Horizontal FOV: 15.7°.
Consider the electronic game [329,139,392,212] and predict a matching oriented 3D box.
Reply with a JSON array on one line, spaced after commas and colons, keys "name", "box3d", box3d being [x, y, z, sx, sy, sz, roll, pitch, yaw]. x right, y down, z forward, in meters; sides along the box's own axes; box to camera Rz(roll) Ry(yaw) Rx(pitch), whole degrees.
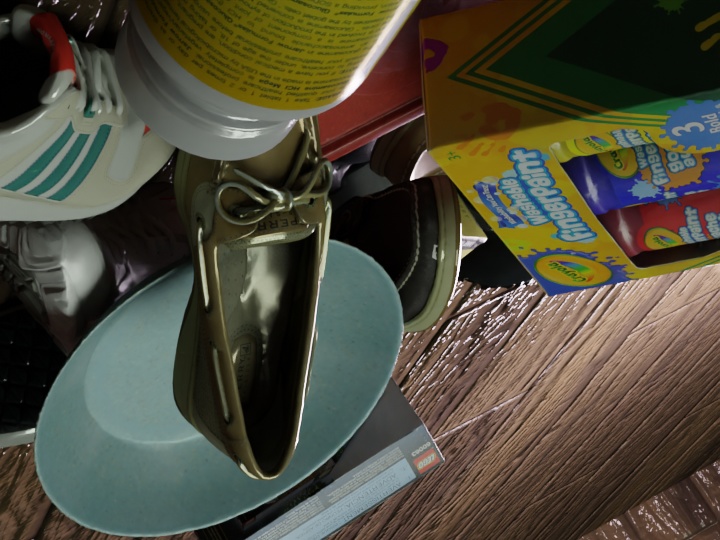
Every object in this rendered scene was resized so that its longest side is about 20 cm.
[{"name": "electronic game", "box3d": [0.010, -0.091, 1.380, 0.200, 0.042, 0.200, -38, 163, -14]}]

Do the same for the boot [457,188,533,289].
[{"name": "boot", "box3d": [0.103, -0.040, 1.696, 0.198, 0.074, 0.162, -23, 165, -36]}]

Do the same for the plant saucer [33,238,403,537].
[{"name": "plant saucer", "box3d": [-0.075, 0.049, 1.297, 0.200, 0.039, 0.202, -21, 140, -18]}]

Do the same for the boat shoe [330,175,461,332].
[{"name": "boat shoe", "box3d": [0.000, 0.000, 1.352, 0.064, 0.074, 0.200, 2, 163, -16]}]

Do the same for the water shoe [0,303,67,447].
[{"name": "water shoe", "box3d": [-0.147, 0.045, 1.429, 0.199, 0.072, 0.079, -27, 168, -17]}]

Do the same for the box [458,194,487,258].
[{"name": "box", "box3d": [-0.023, 0.010, 1.576, 0.200, 0.076, 0.050, -38, 162, 23]}]

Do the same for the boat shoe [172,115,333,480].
[{"name": "boat shoe", "box3d": [-0.045, -0.002, 1.188, 0.073, 0.063, 0.202, -7, 121, -30]}]

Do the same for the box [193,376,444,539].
[{"name": "box", "box3d": [-0.056, 0.072, 1.469, 0.136, 0.200, 0.038, -33, 135, -2]}]

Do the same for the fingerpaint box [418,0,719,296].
[{"name": "fingerpaint box", "box3d": [0.138, -0.064, 1.254, 0.166, 0.074, 0.200, -10, 156, 17]}]

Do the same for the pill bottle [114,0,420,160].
[{"name": "pill bottle", "box3d": [-0.027, -0.132, 1.036, 0.112, 0.113, 0.200, -22, 161, -36]}]

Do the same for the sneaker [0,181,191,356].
[{"name": "sneaker", "box3d": [-0.129, -0.015, 1.296, 0.099, 0.078, 0.200, -39, 174, -6]}]

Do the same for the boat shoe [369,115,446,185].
[{"name": "boat shoe", "box3d": [0.095, -0.094, 1.370, 0.200, 0.066, 0.074, -34, 162, -21]}]

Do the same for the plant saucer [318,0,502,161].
[{"name": "plant saucer", "box3d": [0.024, -0.131, 1.221, 0.199, 0.037, 0.200, -28, 151, -21]}]

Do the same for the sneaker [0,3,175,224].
[{"name": "sneaker", "box3d": [-0.131, -0.069, 1.095, 0.199, 0.071, 0.093, -12, 160, -48]}]
